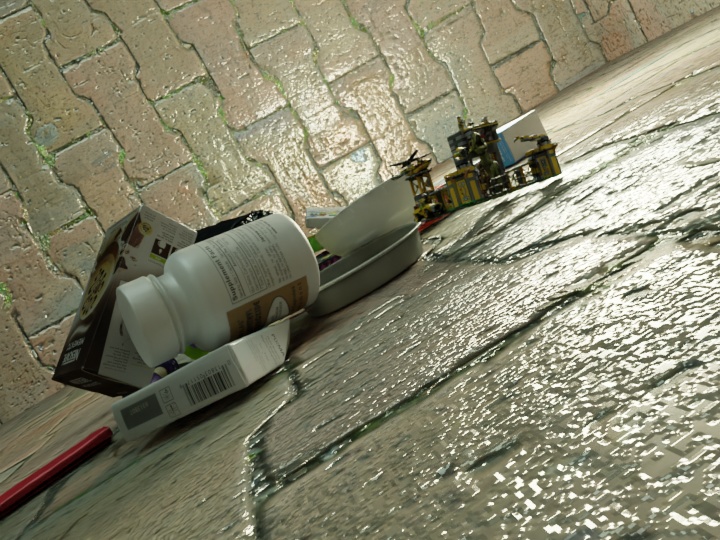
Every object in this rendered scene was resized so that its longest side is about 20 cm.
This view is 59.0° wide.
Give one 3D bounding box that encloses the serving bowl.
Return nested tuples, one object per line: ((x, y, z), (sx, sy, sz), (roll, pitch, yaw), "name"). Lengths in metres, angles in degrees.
((0.028, -0.079, 0.980), (0.199, 0.066, 0.200), (-33, -2, -1), "serving bowl")

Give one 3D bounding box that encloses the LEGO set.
((0.141, -0.144, 0.794), (0.198, 0.117, 0.154), (-19, 1, -20), "LEGO set")

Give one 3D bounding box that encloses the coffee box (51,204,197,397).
((-0.277, 0.039, 0.753), (0.112, 0.079, 0.203), (-18, 53, 46), "coffee box")

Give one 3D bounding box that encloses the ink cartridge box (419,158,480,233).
((0.124, -0.116, 1.076), (0.199, 0.051, 0.109), (-34, 8, -28), "ink cartridge box")

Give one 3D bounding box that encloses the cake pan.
((0.000, 0.000, 0.833), (0.199, 0.037, 0.200), (-30, 7, 4), "cake pan")

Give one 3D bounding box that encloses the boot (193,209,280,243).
((-0.152, -0.038, 0.882), (0.166, 0.078, 0.199), (-6, 3, 36), "boot")

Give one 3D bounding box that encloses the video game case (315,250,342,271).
((-0.064, -0.010, 1.167), (0.180, 0.036, 0.200), (-30, 7, 7), "video game case")

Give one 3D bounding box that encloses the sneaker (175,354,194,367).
((-0.245, 0.087, 1.077), (0.075, 0.078, 0.199), (-25, 7, 47), "sneaker")

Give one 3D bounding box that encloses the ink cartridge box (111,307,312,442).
((-0.144, 0.109, 0.699), (0.161, 0.058, 0.200), (-28, -7, 20), "ink cartridge box")

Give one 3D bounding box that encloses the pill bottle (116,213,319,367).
((-0.153, 0.022, 0.696), (0.198, 0.116, 0.114), (-25, 4, -29), "pill bottle")

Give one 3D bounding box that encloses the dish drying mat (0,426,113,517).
((-0.387, 0.252, 0.752), (0.199, 0.018, 0.077), (-36, 8, -30), "dish drying mat")

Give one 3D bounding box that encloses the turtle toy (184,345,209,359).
((-0.211, 0.070, 0.934), (0.144, 0.103, 0.199), (0, -15, -43), "turtle toy")

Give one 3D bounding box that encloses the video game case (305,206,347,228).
((-0.008, -0.104, 1.237), (0.197, 0.022, 0.182), (-1, 11, -5), "video game case")

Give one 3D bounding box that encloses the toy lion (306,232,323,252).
((-0.101, -0.049, 1.237), (0.190, 0.069, 0.200), (-23, 6, -9), "toy lion")

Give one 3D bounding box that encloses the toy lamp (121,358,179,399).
((-0.278, 0.151, 0.848), (0.058, 0.059, 0.200), (-31, 8, -9), "toy lamp")

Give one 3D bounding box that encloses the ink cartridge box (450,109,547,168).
((0.266, -0.240, 1.290), (0.115, 0.068, 0.199), (-34, 8, -29), "ink cartridge box")
